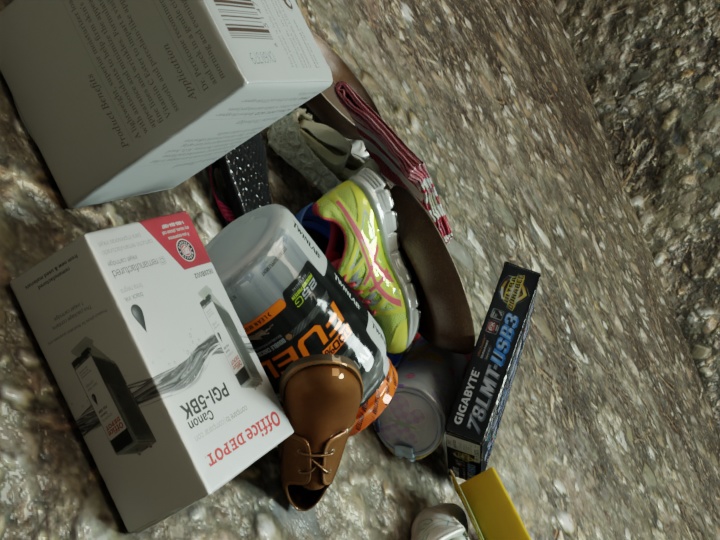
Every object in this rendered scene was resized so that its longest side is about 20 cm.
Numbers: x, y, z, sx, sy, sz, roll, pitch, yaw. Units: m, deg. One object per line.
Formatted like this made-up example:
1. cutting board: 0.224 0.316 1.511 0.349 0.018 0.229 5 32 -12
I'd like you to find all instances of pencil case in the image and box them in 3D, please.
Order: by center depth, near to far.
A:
1. pencil case: 0.078 0.135 1.176 0.200 0.082 0.092 -47 127 -64

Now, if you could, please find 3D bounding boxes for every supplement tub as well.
1. supplement tub: -0.058 0.051 0.936 0.201 0.121 0.123 51 27 -24

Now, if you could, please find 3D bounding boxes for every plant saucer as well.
1. plant saucer: 0.063 0.006 1.138 0.202 0.036 0.201 61 -13 23
2. plant saucer: -0.046 -0.238 1.315 0.200 0.034 0.201 44 20 -20

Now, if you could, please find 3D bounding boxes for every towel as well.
1. towel: 0.039 -0.114 1.155 0.144 0.023 0.200 50 -3 26

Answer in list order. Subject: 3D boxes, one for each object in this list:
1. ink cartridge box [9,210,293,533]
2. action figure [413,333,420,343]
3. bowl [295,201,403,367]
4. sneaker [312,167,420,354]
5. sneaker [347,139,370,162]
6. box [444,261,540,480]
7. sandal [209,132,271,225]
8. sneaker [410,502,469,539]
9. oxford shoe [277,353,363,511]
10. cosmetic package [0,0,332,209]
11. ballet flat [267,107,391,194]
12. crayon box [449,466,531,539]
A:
1. ink cartridge box: -0.150 0.070 0.779 0.202 0.082 0.146 63 23 1
2. action figure: 0.107 0.042 1.314 0.066 0.098 0.199 64 27 5
3. bowl: -0.021 0.024 1.138 0.201 0.039 0.203 46 29 -35
4. sneaker: 0.000 0.000 1.085 0.078 0.089 0.203 20 -50 65
5. sneaker: 0.027 -0.065 1.296 0.200 0.075 0.081 47 36 -16
6. box: 0.147 0.121 1.161 0.199 0.049 0.203 79 30 -68
7. sandal: -0.122 -0.072 1.039 0.075 0.044 0.204 -15 94 -60
8. sneaker: 0.085 0.285 1.046 0.071 0.080 0.200 62 23 2
9. oxford shoe: -0.034 0.137 0.856 0.201 0.070 0.072 99 -10 -52
10. cosmetic package: -0.163 -0.176 0.854 0.167 0.198 0.165 63 25 1
11. ballet flat: -0.020 -0.115 1.191 0.199 0.072 0.072 35 33 -19
12. crayon box: 0.160 0.302 1.107 0.201 0.050 0.128 64 0 -45
